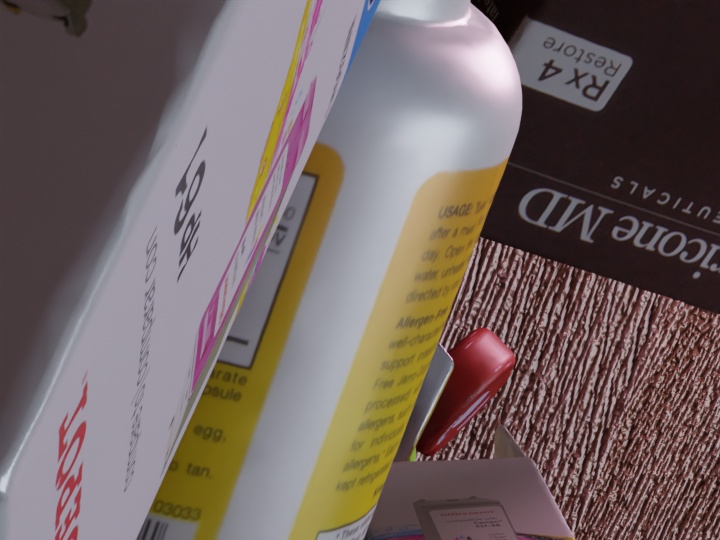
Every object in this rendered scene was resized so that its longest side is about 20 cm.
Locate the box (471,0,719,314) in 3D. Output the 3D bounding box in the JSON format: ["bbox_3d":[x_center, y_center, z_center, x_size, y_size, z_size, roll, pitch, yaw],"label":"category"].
[{"bbox_3d":[0.111,-0.120,0.905,0.200,0.165,0.165,-58,-149,28],"label":"box"}]

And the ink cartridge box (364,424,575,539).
[{"bbox_3d":[0.032,0.132,0.819,0.200,0.067,0.117,-113,-157,-72],"label":"ink cartridge box"}]

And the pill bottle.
[{"bbox_3d":[-0.031,-0.014,0.582,0.113,0.112,0.201,-56,166,-72],"label":"pill bottle"}]

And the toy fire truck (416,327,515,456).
[{"bbox_3d":[-0.020,0.067,1.306,0.168,0.112,0.200,-45,174,-2],"label":"toy fire truck"}]

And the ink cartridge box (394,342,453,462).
[{"bbox_3d":[-0.034,0.080,0.981,0.201,0.047,0.198,-60,-169,-21],"label":"ink cartridge box"}]

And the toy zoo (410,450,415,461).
[{"bbox_3d":[0.000,0.000,1.152,0.131,0.020,0.201,26,64,-72],"label":"toy zoo"}]

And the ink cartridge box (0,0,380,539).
[{"bbox_3d":[-0.052,-0.033,0.407,0.145,0.084,0.201,104,10,-61],"label":"ink cartridge box"}]
